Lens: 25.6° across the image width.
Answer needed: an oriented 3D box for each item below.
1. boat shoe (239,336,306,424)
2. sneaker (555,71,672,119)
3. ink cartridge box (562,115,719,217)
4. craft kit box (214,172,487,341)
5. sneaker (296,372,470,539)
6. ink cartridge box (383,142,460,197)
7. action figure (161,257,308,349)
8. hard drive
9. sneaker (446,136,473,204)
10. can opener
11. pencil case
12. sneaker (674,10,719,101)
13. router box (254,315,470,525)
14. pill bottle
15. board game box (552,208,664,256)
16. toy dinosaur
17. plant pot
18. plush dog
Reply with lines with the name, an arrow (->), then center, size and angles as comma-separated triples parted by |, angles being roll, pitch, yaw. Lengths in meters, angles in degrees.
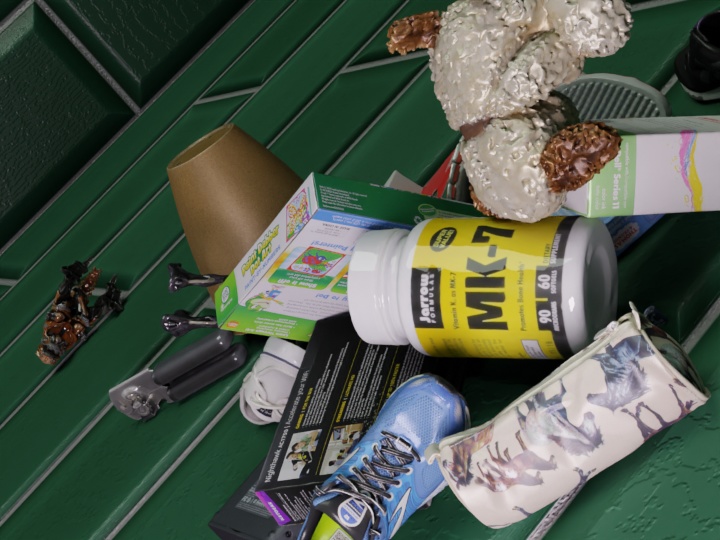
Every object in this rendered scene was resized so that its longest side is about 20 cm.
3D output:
boat shoe -> -0.082, 0.114, 1.547 | 0.066, 0.072, 0.200 | -62, 10, -16
sneaker -> 0.234, -0.163, 1.564 | 0.200, 0.076, 0.104 | 3, 19, 41
ink cartridge box -> 0.253, -0.087, 1.289 | 0.199, 0.068, 0.117 | -3, 12, -16
craft kit box -> 0.000, 0.000, 1.418 | 0.198, 0.199, 0.049 | -50, 41, 42
sneaker -> 0.014, 0.168, 1.198 | 0.201, 0.078, 0.089 | -58, -10, 14
ink cartridge box -> 0.028, -0.038, 1.659 | 0.176, 0.045, 0.200 | -53, 8, 40
action figure -> -0.100, 0.027, 1.613 | 0.199, 0.120, 0.102 | 2, 17, 21
hard drive -> -0.040, 0.172, 1.433 | 0.200, 0.033, 0.139 | -49, 20, -19
sneaker -> 0.143, -0.114, 1.636 | 0.077, 0.081, 0.201 | 71, -145, -69
can opener -> -0.213, 0.115, 1.858 | 0.200, 0.053, 0.067 | -29, 23, 29
pencil case -> 0.144, 0.107, 1.132 | 0.200, 0.090, 0.078 | -36, 5, 18
sneaker -> 0.333, -0.205, 1.444 | 0.076, 0.088, 0.200 | -43, 19, -3
router box -> 0.008, 0.117, 1.352 | 0.149, 0.051, 0.201 | -11, 39, 30
pill bottle -> 0.098, 0.014, 1.280 | 0.199, 0.115, 0.114 | -1, 38, 25
board game box -> 0.180, -0.027, 1.433 | 0.200, 0.037, 0.151 | -42, 19, 3
toy dinosaur -> -0.430, 0.053, 2.366 | 0.136, 0.102, 0.201 | -49, 34, 34
plant pot -> -0.129, -0.060, 1.819 | 0.186, 0.200, 0.187 | -31, 17, 11
plush dog -> 0.115, -0.122, 1.204 | 0.160, 0.173, 0.200 | -14, -4, -21
